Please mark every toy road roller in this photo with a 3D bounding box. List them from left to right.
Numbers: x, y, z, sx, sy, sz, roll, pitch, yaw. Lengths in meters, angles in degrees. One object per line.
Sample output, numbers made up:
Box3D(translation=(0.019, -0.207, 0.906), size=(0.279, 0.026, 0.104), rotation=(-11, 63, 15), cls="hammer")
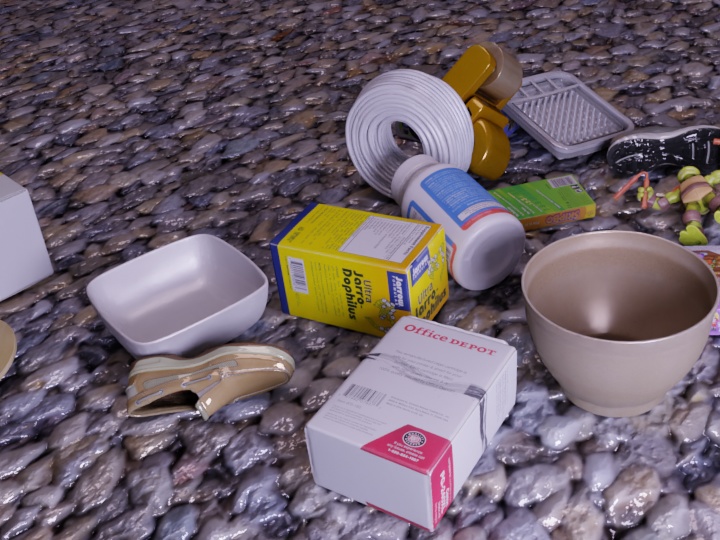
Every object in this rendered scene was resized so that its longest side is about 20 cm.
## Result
Box3D(translation=(0.187, -0.233, 1.390), size=(0.146, 0.201, 0.122), rotation=(50, 22, 26), cls="toy road roller")

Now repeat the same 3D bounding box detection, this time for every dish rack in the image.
Box3D(translation=(0.328, -0.251, 1.472), size=(0.169, 0.044, 0.201), rotation=(-17, 47, -26), cls="dish rack")

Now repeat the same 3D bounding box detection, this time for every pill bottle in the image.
Box3D(translation=(0.122, -0.073, 1.202), size=(0.111, 0.114, 0.201), rotation=(-20, 43, -18), cls="pill bottle")

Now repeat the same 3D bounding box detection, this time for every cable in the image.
Box3D(translation=(0.071, -0.198, 1.337), size=(0.198, 0.202, 0.069), rotation=(32, 46, 15), cls="cable")

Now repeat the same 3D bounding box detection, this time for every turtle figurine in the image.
Box3D(translation=(0.454, -0.095, 1.233), size=(0.197, 0.065, 0.163), rotation=(-18, 34, 19), cls="turtle figurine")

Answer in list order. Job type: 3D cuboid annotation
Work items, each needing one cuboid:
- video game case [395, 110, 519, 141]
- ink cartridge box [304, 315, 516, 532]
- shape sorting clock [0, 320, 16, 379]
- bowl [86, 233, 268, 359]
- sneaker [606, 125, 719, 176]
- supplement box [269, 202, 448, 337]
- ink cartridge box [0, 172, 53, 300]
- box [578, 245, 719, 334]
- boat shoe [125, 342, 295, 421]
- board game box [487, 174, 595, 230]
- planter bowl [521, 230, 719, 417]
Box3D(translation=(0.188, -0.276, 1.576), size=(0.179, 0.046, 0.199), rotation=(19, 41, 33), cls="video game case")
Box3D(translation=(0.058, 0.148, 0.926), size=(0.143, 0.085, 0.200), rotation=(14, 38, 30), cls="ink cartridge box")
Box3D(translation=(-0.524, 0.126, 1.117), size=(0.196, 0.040, 0.201), rotation=(-5, 35, 4), cls="shape sorting clock")
Box3D(translation=(-0.228, 0.045, 1.149), size=(0.198, 0.076, 0.199), rotation=(-27, 38, -26), cls="bowl")
Box3D(translation=(0.475, -0.192, 1.367), size=(0.196, 0.075, 0.080), rotation=(0, 28, 12), cls="sneaker")
Box3D(translation=(0.000, 0.000, 1.137), size=(0.197, 0.111, 0.109), rotation=(12, 38, 28), cls="supplement box")
Box3D(translation=(-0.566, -0.056, 1.303), size=(0.144, 0.147, 0.199), rotation=(-31, 40, -32), cls="ink cartridge box")
Box3D(translation=(0.358, 0.023, 1.093), size=(0.196, 0.040, 0.138), rotation=(-1, 33, 10), cls="box")
Box3D(translation=(-0.170, 0.136, 1.019), size=(0.196, 0.072, 0.077), rotation=(-10, 47, 10), cls="boat shoe")
Box3D(translation=(0.230, -0.091, 1.304), size=(0.196, 0.030, 0.096), rotation=(-9, 34, -6), cls="board game box")
Box3D(translation=(0.272, 0.067, 0.957), size=(0.196, 0.137, 0.201), rotation=(-6, 33, 4), cls="planter bowl")
